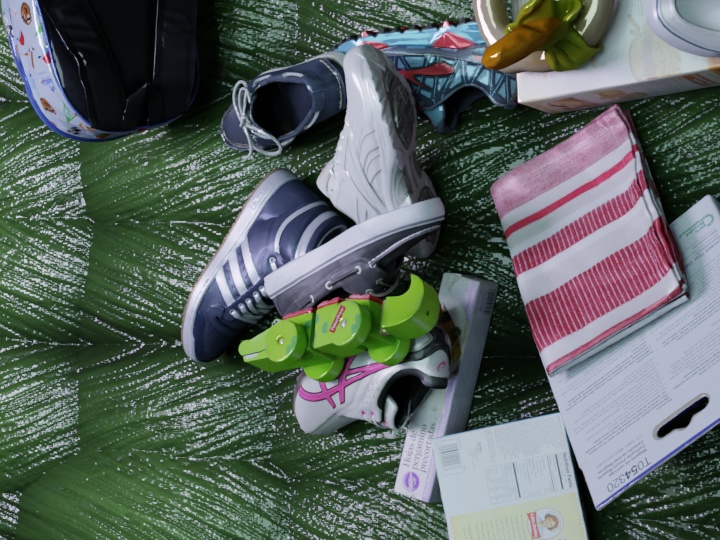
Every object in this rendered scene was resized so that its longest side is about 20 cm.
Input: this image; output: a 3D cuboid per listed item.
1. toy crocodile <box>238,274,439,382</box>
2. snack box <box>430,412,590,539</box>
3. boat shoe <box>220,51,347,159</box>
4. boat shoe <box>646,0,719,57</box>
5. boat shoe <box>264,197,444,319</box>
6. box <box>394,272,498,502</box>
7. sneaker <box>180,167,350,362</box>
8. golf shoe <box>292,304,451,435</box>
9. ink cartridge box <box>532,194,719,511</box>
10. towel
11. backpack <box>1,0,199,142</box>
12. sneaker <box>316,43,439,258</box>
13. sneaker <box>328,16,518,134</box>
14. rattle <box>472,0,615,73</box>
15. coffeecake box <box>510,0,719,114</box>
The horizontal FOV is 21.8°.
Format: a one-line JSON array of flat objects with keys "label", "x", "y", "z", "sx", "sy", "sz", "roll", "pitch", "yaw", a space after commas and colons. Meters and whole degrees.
[{"label": "toy crocodile", "x": -0.020, "y": 0.051, "z": 1.577, "sx": 0.200, "sy": 0.067, "sz": 0.062, "roll": -17, "pitch": 61, "yaw": 41}, {"label": "snack box", "x": 0.135, "y": 0.229, "z": 1.574, "sx": 0.116, "sy": 0.037, "sz": 0.201, "roll": -12, "pitch": 80, "yaw": 8}, {"label": "boat shoe", "x": -0.077, "y": -0.145, "z": 1.703, "sx": 0.200, "sy": 0.062, "sz": 0.075, "roll": -11, "pitch": 102, "yaw": 52}, {"label": "boat shoe", "x": 0.322, "y": -0.202, "z": 1.435, "sx": 0.199, "sy": 0.065, "sz": 0.074, "roll": -1, "pitch": 84, "yaw": -7}, {"label": "boat shoe", "x": 0.000, "y": 0.000, "z": 1.599, "sx": 0.200, "sy": 0.070, "sz": 0.066, "roll": -26, "pitch": 84, "yaw": 33}, {"label": "box", "x": 0.075, "y": 0.102, "z": 1.639, "sx": 0.039, "sy": 0.041, "sz": 0.201, "roll": 15, "pitch": 95, "yaw": 32}, {"label": "sneaker", "x": -0.084, "y": 0.016, "z": 1.724, "sx": 0.108, "sy": 0.070, "sz": 0.200, "roll": 35, "pitch": 101, "yaw": 30}, {"label": "golf shoe", "x": 0.005, "y": 0.104, "z": 1.633, "sx": 0.200, "sy": 0.072, "sz": 0.092, "roll": -42, "pitch": 50, "yaw": 43}, {"label": "ink cartridge box", "x": 0.244, "y": 0.069, "z": 1.493, "sx": 0.196, "sy": 0.043, "sz": 0.200, "roll": -39, "pitch": 42, "yaw": 23}, {"label": "towel", "x": 0.186, "y": -0.027, "z": 1.553, "sx": 0.144, "sy": 0.023, "sz": 0.200, "roll": -33, "pitch": 50, "yaw": 26}, {"label": "backpack", "x": -0.246, "y": -0.218, "z": 1.777, "sx": 0.154, "sy": 0.199, "sz": 0.191, "roll": -19, "pitch": 83, "yaw": 60}, {"label": "sneaker", "x": 0.002, "y": -0.098, "z": 1.629, "sx": 0.099, "sy": 0.078, "sz": 0.201, "roll": -4, "pitch": 114, "yaw": 22}, {"label": "sneaker", "x": 0.054, "y": -0.167, "z": 1.649, "sx": 0.199, "sy": 0.079, "sz": 0.096, "roll": -4, "pitch": 87, "yaw": 31}, {"label": "rattle", "x": 0.121, "y": -0.259, "z": 1.496, "sx": 0.130, "sy": 0.143, "sz": 0.201, "roll": 3, "pitch": 96, "yaw": 50}, {"label": "coffeecake box", "x": 0.228, "y": -0.224, "z": 1.549, "sx": 0.199, "sy": 0.073, "sz": 0.154, "roll": -7, "pitch": 83, "yaw": 31}]
